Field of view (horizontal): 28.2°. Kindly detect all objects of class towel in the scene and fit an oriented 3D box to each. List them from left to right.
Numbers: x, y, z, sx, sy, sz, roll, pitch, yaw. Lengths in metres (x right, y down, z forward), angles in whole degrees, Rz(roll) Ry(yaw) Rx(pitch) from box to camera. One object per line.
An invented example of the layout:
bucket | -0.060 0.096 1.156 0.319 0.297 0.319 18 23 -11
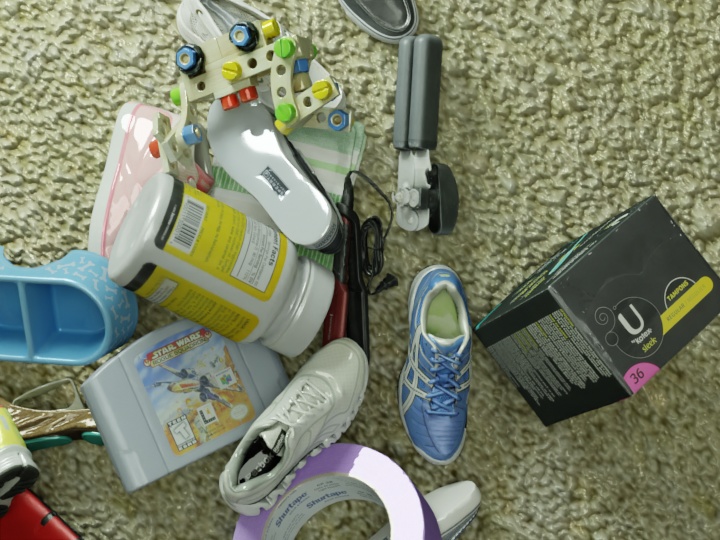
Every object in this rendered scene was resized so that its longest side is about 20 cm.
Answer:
towel | -0.084 -0.065 1.466 0.150 0.023 0.203 11 88 -1

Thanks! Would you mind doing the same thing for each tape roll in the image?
tape roll | -0.023 0.273 1.386 0.197 0.066 0.202 -10 58 17

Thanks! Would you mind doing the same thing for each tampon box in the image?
tampon box | 0.226 0.043 1.367 0.149 0.200 0.127 -39 90 -21

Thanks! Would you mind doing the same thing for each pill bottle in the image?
pill bottle | -0.131 0.000 1.374 0.198 0.114 0.115 28 87 -20

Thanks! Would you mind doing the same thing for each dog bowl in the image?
dog bowl | -0.319 0.039 1.407 0.197 0.050 0.113 3 114 12

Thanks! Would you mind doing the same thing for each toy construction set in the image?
toy construction set | -0.114 -0.167 1.376 0.197 0.092 0.133 -18 90 5

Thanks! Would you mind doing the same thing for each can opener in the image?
can opener | 0.064 -0.137 1.462 0.066 0.052 0.203 -3 94 -37

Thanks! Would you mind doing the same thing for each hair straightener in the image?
hair straightener | 0.000 0.000 1.458 0.076 0.041 0.203 1 90 -36

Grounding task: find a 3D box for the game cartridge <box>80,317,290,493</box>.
game cartridge | -0.168 0.117 1.416 0.198 0.041 0.135 -25 94 -26

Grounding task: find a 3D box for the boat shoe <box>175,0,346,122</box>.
boat shoe | -0.098 -0.219 1.439 0.199 0.069 0.071 33 64 -1

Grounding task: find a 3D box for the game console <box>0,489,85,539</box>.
game console | -0.323 0.352 1.450 0.172 0.119 0.201 33 87 31

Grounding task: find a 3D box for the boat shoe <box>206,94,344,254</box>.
boat shoe | -0.081 -0.095 1.426 0.072 0.068 0.200 -43 66 5

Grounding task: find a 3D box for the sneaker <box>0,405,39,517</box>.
sneaker | -0.380 0.195 1.396 0.199 0.078 0.091 -37 67 37

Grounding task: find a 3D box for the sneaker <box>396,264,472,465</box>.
sneaker | 0.075 0.095 1.439 0.075 0.077 0.203 -3 90 -3

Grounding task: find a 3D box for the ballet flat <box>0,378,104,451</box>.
ballet flat | -0.281 0.144 1.440 0.197 0.068 0.073 -3 73 3

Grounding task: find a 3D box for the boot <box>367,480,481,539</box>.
boot | 0.053 0.301 1.445 0.199 0.073 0.091 -35 104 -1

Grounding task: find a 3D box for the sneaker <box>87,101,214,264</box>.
sneaker | -0.205 -0.064 1.430 0.103 0.075 0.203 10 84 11

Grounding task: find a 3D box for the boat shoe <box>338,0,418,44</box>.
boat shoe | -0.006 -0.321 1.453 0.069 0.066 0.202 -30 91 -2

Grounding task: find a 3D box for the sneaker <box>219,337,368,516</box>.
sneaker | -0.062 0.148 1.380 0.075 0.081 0.201 35 79 13
